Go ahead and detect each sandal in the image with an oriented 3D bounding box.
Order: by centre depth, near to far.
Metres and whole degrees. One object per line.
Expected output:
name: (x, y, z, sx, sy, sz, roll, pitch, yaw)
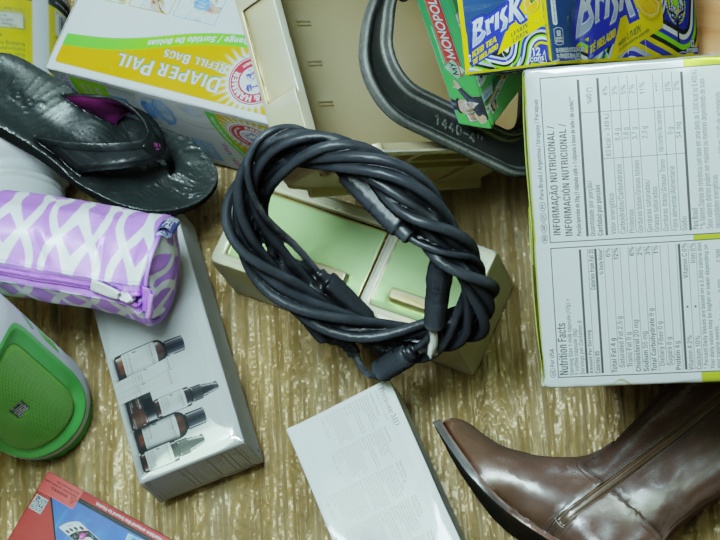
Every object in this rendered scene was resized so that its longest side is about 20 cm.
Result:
sandal: (-0.197, -0.099, 1.561, 0.200, 0.048, 0.076, 25, 62, 1)

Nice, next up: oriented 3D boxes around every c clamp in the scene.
c clamp: (0.076, -0.151, 1.471, 0.027, 0.199, 0.172, -20, 61, 47)

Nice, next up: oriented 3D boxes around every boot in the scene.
boot: (0.174, 0.108, 1.454, 0.200, 0.064, 0.186, -41, 63, -7)

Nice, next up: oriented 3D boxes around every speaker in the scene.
speaker: (-0.257, 0.069, 1.512, 0.088, 0.200, 0.089, -6, 67, 13)

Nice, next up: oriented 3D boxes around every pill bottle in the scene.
pill bottle: (-0.274, -0.117, 1.643, 0.114, 0.114, 0.201, -10, 65, 12)

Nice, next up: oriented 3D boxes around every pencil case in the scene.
pencil case: (-0.223, -0.009, 1.516, 0.199, 0.084, 0.086, 8, 41, 12)

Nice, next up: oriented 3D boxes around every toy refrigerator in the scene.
toy refrigerator: (0.000, 0.000, 1.541, 0.199, 0.070, 0.076, 19, 74, 22)

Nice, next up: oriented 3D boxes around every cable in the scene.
cable: (-0.002, -0.013, 1.419, 0.163, 0.200, 0.051, -17, 28, 42)

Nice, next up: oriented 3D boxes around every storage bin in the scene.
storage bin: (0.021, -0.162, 1.505, 0.094, 0.198, 0.201, -27, 74, 45)

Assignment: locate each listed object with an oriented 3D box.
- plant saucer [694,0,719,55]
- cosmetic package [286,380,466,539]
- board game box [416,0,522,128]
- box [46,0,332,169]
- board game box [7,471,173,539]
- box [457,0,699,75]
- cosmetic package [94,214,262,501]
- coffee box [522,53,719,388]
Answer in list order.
plant saucer: (0.257, -0.212, 1.519, 0.199, 0.032, 0.201, -5, 66, 12)
cosmetic package: (0.027, 0.182, 1.468, 0.082, 0.051, 0.201, -27, 64, 6)
board game box: (0.106, -0.210, 1.434, 0.029, 0.135, 0.200, 11, 48, 34)
box: (-0.113, -0.148, 1.612, 0.199, 0.113, 0.102, 16, 72, 20)
board game box: (-0.167, 0.230, 1.521, 0.199, 0.019, 0.103, 25, 78, 23)
box: (0.145, -0.164, 1.409, 0.070, 0.200, 0.065, -5, 94, 36)
cosmetic package: (-0.140, 0.057, 1.559, 0.082, 0.051, 0.201, -21, 63, 5)
coffee box: (0.218, -0.037, 1.388, 0.197, 0.200, 0.201, -4, 93, 14)
